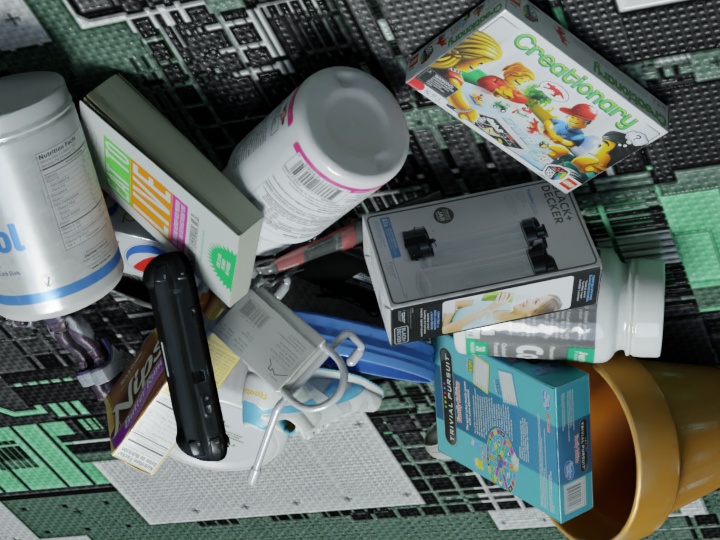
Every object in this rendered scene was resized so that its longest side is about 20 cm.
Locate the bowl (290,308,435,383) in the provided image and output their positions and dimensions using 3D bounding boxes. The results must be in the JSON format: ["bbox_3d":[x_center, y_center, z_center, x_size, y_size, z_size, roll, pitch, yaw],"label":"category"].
[{"bbox_3d":[-0.018,0.076,1.657,0.200,0.040,0.201,13,172,2],"label":"bowl"}]

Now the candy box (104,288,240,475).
[{"bbox_3d":[-0.187,0.099,1.657,0.056,0.117,0.200,32,106,-26],"label":"candy box"}]

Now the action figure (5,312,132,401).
[{"bbox_3d":[-0.322,0.056,1.739,0.130,0.069,0.200,-13,122,42],"label":"action figure"}]

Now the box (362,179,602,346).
[{"bbox_3d":[0.110,-0.011,1.472,0.199,0.117,0.060,-10,142,-6],"label":"box"}]

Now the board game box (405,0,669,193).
[{"bbox_3d":[0.155,-0.153,1.389,0.200,0.035,0.126,31,138,-26],"label":"board game box"}]

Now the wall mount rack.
[{"bbox_3d":[-0.096,0.096,1.530,0.200,0.174,0.075,40,175,30],"label":"wall mount rack"}]

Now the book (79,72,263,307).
[{"bbox_3d":[-0.175,-0.070,1.478,0.200,0.048,0.134,41,151,15],"label":"book"}]

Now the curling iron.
[{"bbox_3d":[-0.013,-0.034,1.514,0.199,0.026,0.050,-27,-175,-10],"label":"curling iron"}]

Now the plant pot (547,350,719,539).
[{"bbox_3d":[0.298,0.172,1.656,0.183,0.201,0.200,-7,151,-28],"label":"plant pot"}]

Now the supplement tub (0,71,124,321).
[{"bbox_3d":[-0.304,-0.067,1.466,0.131,0.132,0.201,-6,116,19],"label":"supplement tub"}]

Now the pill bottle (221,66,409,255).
[{"bbox_3d":[-0.052,-0.092,1.441,0.113,0.114,0.200,26,148,-21],"label":"pill bottle"}]

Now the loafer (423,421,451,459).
[{"bbox_3d":[0.134,0.147,1.769,0.070,0.070,0.200,34,129,-22],"label":"loafer"}]

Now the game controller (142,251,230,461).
[{"bbox_3d":[-0.165,0.082,1.510,0.042,0.201,0.104,-11,-178,-16],"label":"game controller"}]

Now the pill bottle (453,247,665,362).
[{"bbox_3d":[0.194,0.031,1.559,0.199,0.113,0.113,3,143,9],"label":"pill bottle"}]

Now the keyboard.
[{"bbox_3d":[0.000,0.000,1.623,0.200,0.040,0.104,22,146,-33],"label":"keyboard"}]

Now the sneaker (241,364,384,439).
[{"bbox_3d":[-0.055,0.141,1.742,0.076,0.081,0.200,11,180,44],"label":"sneaker"}]

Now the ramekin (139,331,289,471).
[{"bbox_3d":[-0.161,0.147,1.805,0.202,0.094,0.203,6,143,4],"label":"ramekin"}]

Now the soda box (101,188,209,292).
[{"bbox_3d":[-0.237,-0.043,1.596,0.199,0.064,0.068,15,143,-6],"label":"soda box"}]

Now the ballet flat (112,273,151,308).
[{"bbox_3d":[-0.281,-0.011,1.645,0.199,0.057,0.067,15,126,-11],"label":"ballet flat"}]

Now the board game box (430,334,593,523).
[{"bbox_3d":[0.153,0.147,1.633,0.200,0.047,0.152,26,127,51],"label":"board game box"}]
